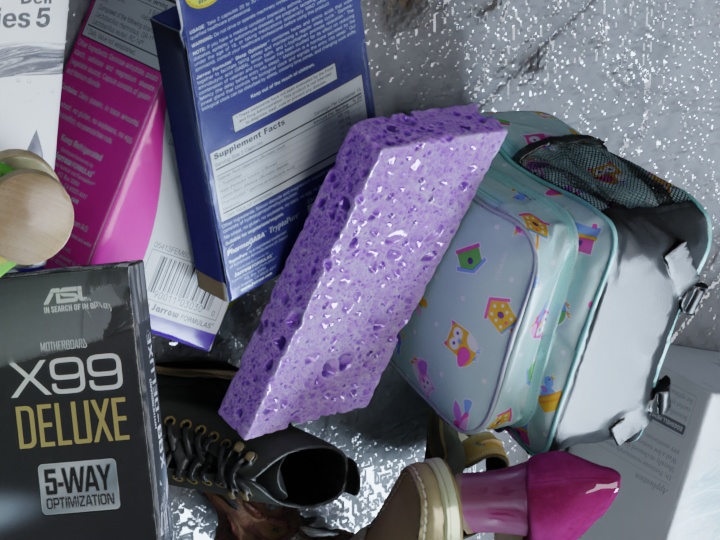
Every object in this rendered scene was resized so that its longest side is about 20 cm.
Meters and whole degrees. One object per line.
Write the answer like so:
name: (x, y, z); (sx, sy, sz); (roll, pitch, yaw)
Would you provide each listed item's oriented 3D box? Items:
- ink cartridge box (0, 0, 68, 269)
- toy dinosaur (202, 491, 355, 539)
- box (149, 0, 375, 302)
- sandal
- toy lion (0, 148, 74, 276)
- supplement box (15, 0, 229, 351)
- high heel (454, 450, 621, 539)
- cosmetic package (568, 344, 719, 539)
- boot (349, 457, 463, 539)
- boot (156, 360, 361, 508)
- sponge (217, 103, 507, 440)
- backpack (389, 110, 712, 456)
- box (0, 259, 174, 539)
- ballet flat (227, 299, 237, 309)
ink cartridge box: (-0.236, -0.104, 1.513); (0.145, 0.084, 0.201); (-5, 110, -34)
toy dinosaur: (-0.007, 0.188, 1.749); (0.136, 0.199, 0.086); (81, 20, -70)
box: (-0.048, -0.096, 1.552); (0.121, 0.032, 0.201); (-29, 128, -31)
sandal: (0.064, 0.128, 1.762); (0.054, 0.200, 0.081); (7, 110, 0)
toy lion: (-0.255, -0.023, 1.442); (0.191, 0.069, 0.201); (27, 98, -17)
supplement box: (-0.108, -0.074, 1.607); (0.101, 0.103, 0.201); (20, 96, -39)
high heel: (0.122, 0.150, 1.704); (0.200, 0.096, 0.068); (36, 51, -72)
cosmetic package: (0.239, 0.165, 1.936); (0.199, 0.123, 0.201); (9, 103, -37)
boot: (-0.035, 0.186, 1.643); (0.154, 0.072, 0.201); (8, 125, -21)
boot: (-0.111, 0.098, 1.645); (0.199, 0.138, 0.078); (-8, 111, -33)
sponge: (0.000, 0.000, 1.610); (0.111, 0.030, 0.201); (-11, 135, -50)
backpack: (0.088, -0.002, 1.714); (0.153, 0.200, 0.177); (-3, 121, -31)
box: (-0.205, 0.082, 1.532); (0.199, 0.050, 0.159); (-5, 94, 7)
ballet flat: (-0.058, -0.051, 1.681); (0.067, 0.067, 0.201); (18, 94, -60)
